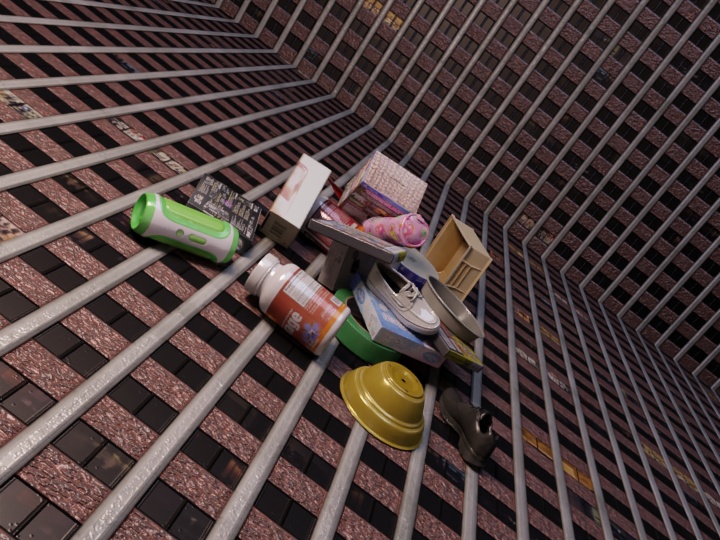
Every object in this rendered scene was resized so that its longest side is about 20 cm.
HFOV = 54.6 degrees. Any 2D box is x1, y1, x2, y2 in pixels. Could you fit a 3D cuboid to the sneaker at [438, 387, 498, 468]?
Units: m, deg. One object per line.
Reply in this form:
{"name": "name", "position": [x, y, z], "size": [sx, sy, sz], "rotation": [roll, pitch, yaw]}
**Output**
{"name": "sneaker", "position": [0.231, 0.311, 1.451], "size": [0.075, 0.092, 0.201], "rotation": [20, 25, -32]}

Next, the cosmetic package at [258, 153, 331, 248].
{"name": "cosmetic package", "position": [-0.157, -0.169, 1.684], "size": [0.086, 0.104, 0.202], "rotation": [31, 53, -8]}

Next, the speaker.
{"name": "speaker", "position": [-0.337, -0.080, 1.348], "size": [0.197, 0.089, 0.089], "rotation": [22, 24, -36]}

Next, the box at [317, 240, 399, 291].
{"name": "box", "position": [0.000, 0.000, 1.687], "size": [0.198, 0.119, 0.060], "rotation": [12, 11, -47]}

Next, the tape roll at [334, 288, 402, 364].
{"name": "tape roll", "position": [0.013, 0.125, 1.544], "size": [0.198, 0.048, 0.201], "rotation": [34, 20, -14]}

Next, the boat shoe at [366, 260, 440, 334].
{"name": "boat shoe", "position": [0.098, 0.055, 1.510], "size": [0.071, 0.066, 0.200], "rotation": [-29, 64, -36]}

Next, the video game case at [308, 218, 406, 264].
{"name": "video game case", "position": [-0.002, -0.067, 1.551], "size": [0.196, 0.026, 0.181], "rotation": [24, 8, 11]}

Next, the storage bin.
{"name": "storage bin", "position": [0.281, -0.026, 2.104], "size": [0.092, 0.200, 0.201], "rotation": [25, 23, -23]}

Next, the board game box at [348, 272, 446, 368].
{"name": "board game box", "position": [0.083, 0.110, 1.565], "size": [0.197, 0.044, 0.201], "rotation": [26, 24, -32]}

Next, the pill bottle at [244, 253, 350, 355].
{"name": "pill bottle", "position": [-0.125, 0.062, 1.358], "size": [0.199, 0.113, 0.112], "rotation": [38, 20, 3]}

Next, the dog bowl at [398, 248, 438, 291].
{"name": "dog bowl", "position": [0.123, -0.005, 1.969], "size": [0.198, 0.079, 0.201], "rotation": [32, 21, -14]}

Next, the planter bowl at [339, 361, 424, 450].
{"name": "planter bowl", "position": [0.063, 0.237, 1.337], "size": [0.198, 0.084, 0.201], "rotation": [33, 21, -14]}

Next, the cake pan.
{"name": "cake pan", "position": [0.218, 0.096, 1.675], "size": [0.200, 0.037, 0.201], "rotation": [43, 14, -13]}

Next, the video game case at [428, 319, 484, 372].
{"name": "video game case", "position": [0.186, 0.136, 1.601], "size": [0.180, 0.025, 0.201], "rotation": [29, 22, -51]}

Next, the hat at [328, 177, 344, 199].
{"name": "hat", "position": [-0.009, -0.175, 1.900], "size": [0.194, 0.180, 0.166], "rotation": [1, 23, -6]}

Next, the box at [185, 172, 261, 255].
{"name": "box", "position": [-0.308, -0.130, 1.564], "size": [0.158, 0.044, 0.201], "rotation": [32, 21, -16]}

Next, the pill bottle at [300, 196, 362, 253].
{"name": "pill bottle", "position": [-0.086, -0.116, 1.807], "size": [0.199, 0.114, 0.113], "rotation": [40, 20, 6]}

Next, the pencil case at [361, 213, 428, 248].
{"name": "pencil case", "position": [0.080, -0.096, 1.694], "size": [0.086, 0.089, 0.199], "rotation": [25, -10, -28]}

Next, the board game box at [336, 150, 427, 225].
{"name": "board game box", "position": [0.051, -0.187, 1.795], "size": [0.157, 0.200, 0.098], "rotation": [31, 64, -13]}
